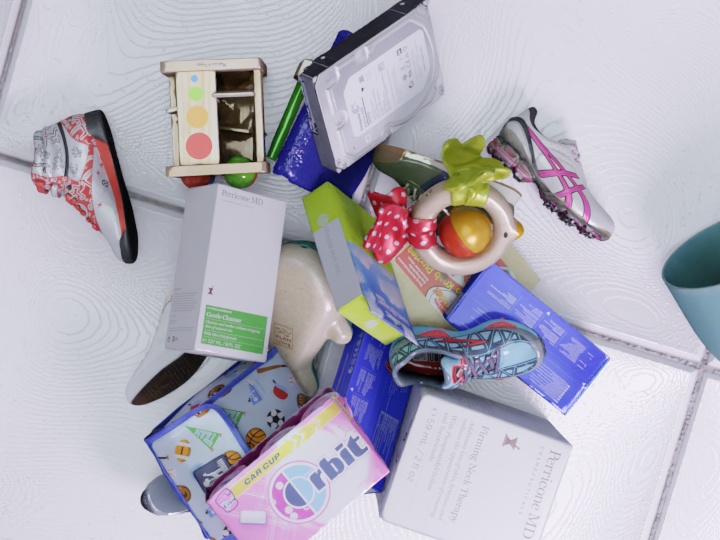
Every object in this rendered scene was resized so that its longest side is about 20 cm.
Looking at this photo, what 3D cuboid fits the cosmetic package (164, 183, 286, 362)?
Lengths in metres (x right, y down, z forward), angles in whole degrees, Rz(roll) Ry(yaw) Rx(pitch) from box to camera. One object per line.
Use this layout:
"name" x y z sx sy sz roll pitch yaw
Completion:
"cosmetic package" -0.165 0.005 1.592 0.107 0.084 0.203 11 82 -35

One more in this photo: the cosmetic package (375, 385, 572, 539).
"cosmetic package" 0.138 0.250 1.650 0.198 0.166 0.169 19 93 -3

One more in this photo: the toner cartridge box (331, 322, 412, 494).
"toner cartridge box" 0.008 0.170 1.645 0.095 0.043 0.202 33 61 -28

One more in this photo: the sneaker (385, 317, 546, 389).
"sneaker" 0.128 0.117 1.597 0.198 0.096 0.080 -6 113 17

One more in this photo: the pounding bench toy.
"pounding bench toy" -0.143 -0.183 1.640 0.197 0.124 0.158 -3 93 -1

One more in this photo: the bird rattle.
"bird rattle" 0.107 -0.058 1.579 0.200 0.113 0.163 -40 113 12

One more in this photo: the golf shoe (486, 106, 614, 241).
"golf shoe" 0.261 -0.122 1.677 0.200 0.073 0.092 43 90 -3

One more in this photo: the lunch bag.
"lunch bag" -0.149 0.219 1.618 0.199 0.124 0.171 -36 97 -28

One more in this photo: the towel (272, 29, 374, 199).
"towel" -0.026 -0.191 1.649 0.049 0.147 0.202 26 91 41

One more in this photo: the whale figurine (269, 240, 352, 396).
"whale figurine" -0.073 0.057 1.679 0.158 0.104 0.202 15 116 24

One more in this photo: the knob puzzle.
"knob puzzle" 0.105 0.012 1.703 0.217 0.030 0.223 0 94 -2

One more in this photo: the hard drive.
"hard drive" 0.018 -0.230 1.608 0.199 0.038 0.141 -37 132 -27

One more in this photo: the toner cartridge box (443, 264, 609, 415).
"toner cartridge box" 0.211 0.084 1.666 0.199 0.043 0.095 39 94 -5

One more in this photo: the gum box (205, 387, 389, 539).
"gum box" -0.071 0.243 1.530 0.199 0.066 0.114 -39 99 -3

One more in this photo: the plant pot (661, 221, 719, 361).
"plant pot" 0.502 0.037 1.636 0.199 0.201 0.162 -28 107 1

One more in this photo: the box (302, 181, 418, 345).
"box" 0.000 0.000 1.608 0.047 0.122 0.201 -31 54 19

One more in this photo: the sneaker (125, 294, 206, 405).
"sneaker" -0.241 0.087 1.694 0.200 0.073 0.085 -45 62 8

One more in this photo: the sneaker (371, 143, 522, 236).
"sneaker" 0.100 -0.088 1.647 0.198 0.067 0.091 19 87 -5

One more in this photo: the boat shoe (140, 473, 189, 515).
"boat shoe" -0.188 0.282 1.694 0.197 0.068 0.074 -14 81 -25

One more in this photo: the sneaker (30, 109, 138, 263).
"sneaker" -0.357 -0.097 1.672 0.107 0.067 0.204 -15 90 1
